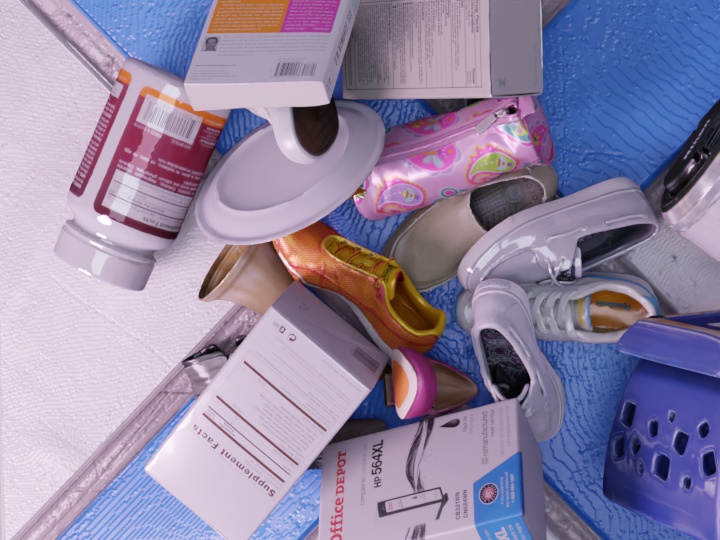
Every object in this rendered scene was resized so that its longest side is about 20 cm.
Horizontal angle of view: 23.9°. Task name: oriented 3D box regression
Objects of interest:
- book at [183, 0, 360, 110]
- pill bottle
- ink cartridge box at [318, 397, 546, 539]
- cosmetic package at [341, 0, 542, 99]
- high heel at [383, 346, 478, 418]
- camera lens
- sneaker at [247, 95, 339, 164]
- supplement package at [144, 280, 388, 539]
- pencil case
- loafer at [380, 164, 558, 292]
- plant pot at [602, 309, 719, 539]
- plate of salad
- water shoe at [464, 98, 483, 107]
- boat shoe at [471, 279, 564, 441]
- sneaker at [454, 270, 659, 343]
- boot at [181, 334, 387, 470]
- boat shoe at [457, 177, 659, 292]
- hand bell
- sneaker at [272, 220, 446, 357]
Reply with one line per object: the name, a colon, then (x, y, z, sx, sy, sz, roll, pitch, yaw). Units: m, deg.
book: (-0.072, -0.229, 1.561, 0.132, 0.201, 0.048, 0, 137, 17)
pill bottle: (-0.211, -0.090, 1.625, 0.113, 0.114, 0.202, 25, 96, -1)
ink cartridge box: (0.065, 0.216, 1.558, 0.198, 0.147, 0.085, -16, 129, 15)
cosmetic package: (0.072, -0.210, 1.567, 0.073, 0.199, 0.105, -7, 100, -42)
high heel: (0.076, 0.108, 1.591, 0.095, 0.200, 0.068, -4, 77, -5)
camera lens: (0.393, -0.065, 1.585, 0.199, 0.160, 0.161, 35, 95, -2)
sneaker: (-0.071, -0.152, 1.589, 0.084, 0.201, 0.073, -32, 122, 21)
supplement package: (-0.085, 0.132, 1.571, 0.119, 0.121, 0.201, 39, 105, 0)
pencil case: (0.084, -0.113, 1.605, 0.198, 0.087, 0.088, -17, 95, 21)
loafer: (0.103, -0.046, 1.642, 0.199, 0.068, 0.076, -36, 93, 5)
plant pot: (0.352, 0.133, 1.559, 0.198, 0.200, 0.182, -4, 96, -23)
plate of salad: (-0.063, -0.087, 1.596, 0.198, 0.201, 0.048, -28, 125, 4)
water shoe: (0.142, -0.226, 1.626, 0.071, 0.079, 0.202, 8, 121, 4)
boat shoe: (0.147, 0.101, 1.604, 0.071, 0.069, 0.201, 2, 133, 18)
sneaker: (0.189, 0.033, 1.641, 0.197, 0.081, 0.078, -3, 97, 3)
boot: (-0.073, 0.127, 1.663, 0.197, 0.068, 0.132, -6, 97, 5)
boat shoe: (0.190, -0.019, 1.608, 0.198, 0.069, 0.072, -20, 138, -15)
hand bell: (-0.049, 0.043, 1.658, 0.199, 0.104, 0.105, 37, 95, -13)
sneaker: (0.000, 0.000, 1.616, 0.199, 0.073, 0.077, 37, 136, -7)
